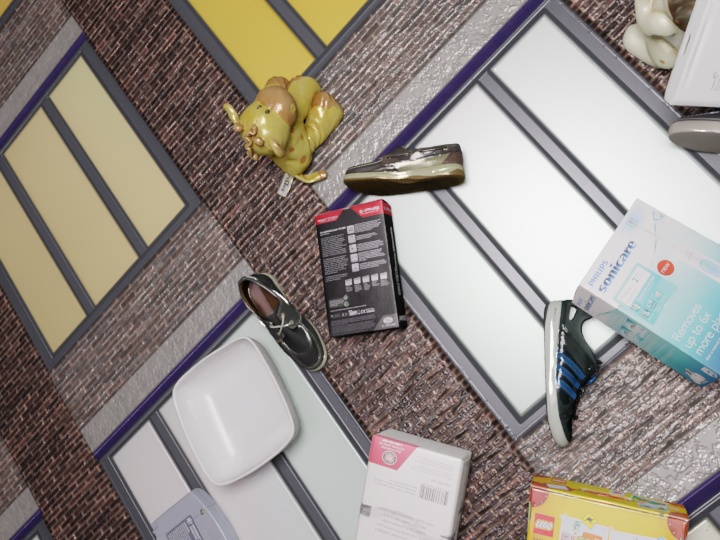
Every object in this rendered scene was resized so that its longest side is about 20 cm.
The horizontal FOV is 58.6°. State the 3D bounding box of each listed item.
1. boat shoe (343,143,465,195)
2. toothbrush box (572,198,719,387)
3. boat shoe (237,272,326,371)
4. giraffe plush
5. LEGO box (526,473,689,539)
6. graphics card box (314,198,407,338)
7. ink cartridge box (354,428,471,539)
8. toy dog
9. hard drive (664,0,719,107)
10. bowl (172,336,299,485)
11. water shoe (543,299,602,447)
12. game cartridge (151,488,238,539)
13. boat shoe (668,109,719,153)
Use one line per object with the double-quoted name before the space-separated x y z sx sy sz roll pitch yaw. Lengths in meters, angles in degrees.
"boat shoe" 0.068 -0.161 1.011 0.195 0.073 0.066 -1 75 18
"toothbrush box" 0.401 0.028 0.833 0.199 0.085 0.147 36 81 21
"boat shoe" -0.133 0.087 1.069 0.072 0.067 0.201 -43 74 11
"giraffe plush" -0.138 -0.234 1.041 0.169 0.162 0.205 7 88 21
"LEGO box" 0.323 0.376 0.861 0.195 0.077 0.153 6 88 22
"graphics card box" 0.000 0.000 1.031 0.123 0.051 0.205 -11 81 20
"ink cartridge box" 0.077 0.357 0.956 0.142 0.085 0.205 10 88 22
"toy dog" 0.425 -0.325 0.807 0.138 0.199 0.197 -33 75 16
"hard drive" 0.466 -0.254 0.736 0.195 0.027 0.134 0 125 -6
"bowl" -0.201 0.234 1.080 0.198 0.074 0.202 -34 75 15
"water shoe" 0.297 0.143 0.892 0.077 0.071 0.206 -3 86 19
"game cartridge" -0.270 0.491 1.109 0.133 0.041 0.202 -39 74 18
"boat shoe" 0.512 -0.209 0.840 0.195 0.075 0.095 7 82 14
